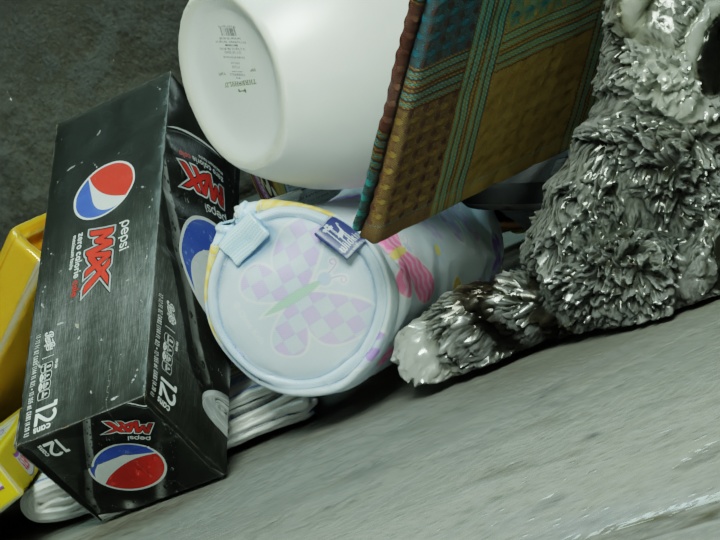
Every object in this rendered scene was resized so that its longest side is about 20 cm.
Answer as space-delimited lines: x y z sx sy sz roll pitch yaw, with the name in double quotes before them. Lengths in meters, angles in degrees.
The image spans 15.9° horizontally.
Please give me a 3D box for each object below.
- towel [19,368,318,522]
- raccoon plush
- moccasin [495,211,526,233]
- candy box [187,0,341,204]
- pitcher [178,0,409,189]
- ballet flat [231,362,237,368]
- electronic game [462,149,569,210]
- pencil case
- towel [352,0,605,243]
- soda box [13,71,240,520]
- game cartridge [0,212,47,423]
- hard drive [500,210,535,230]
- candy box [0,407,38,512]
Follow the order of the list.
"towel" -0.085 0.073 1.231 0.147 0.024 0.200 -23 4 1
"raccoon plush" 0.082 -0.043 1.031 0.200 0.134 0.097 -23 6 7
"moccasin" 0.151 -0.079 1.495 0.201 0.074 0.078 -21 18 -13
"candy box" -0.028 -0.060 1.323 0.056 0.117 0.200 -24 -30 -5
"pitcher" 0.011 -0.107 1.145 0.200 0.121 0.172 -20 9 -33
"ballet flat" -0.089 0.025 1.268 0.064 0.076 0.200 -56 9 -16
"electronic game" 0.144 -0.048 1.180 0.200 0.042 0.200 -6 5 1
"pencil case" 0.000 0.000 1.165 0.083 0.091 0.200 -58 -13 17
"towel" 0.081 -0.100 1.043 0.200 0.022 0.147 -27 -36 -38
"soda box" -0.099 0.008 1.145 0.071 0.063 0.200 -22 43 22
"game cartridge" -0.163 0.037 1.359 0.176 0.032 0.200 -30 -23 -56
"hard drive" 0.158 -0.073 1.302 0.200 0.025 0.132 -21 -26 23
"candy box" -0.192 0.110 1.196 0.102 0.026 0.200 -35 5 1
